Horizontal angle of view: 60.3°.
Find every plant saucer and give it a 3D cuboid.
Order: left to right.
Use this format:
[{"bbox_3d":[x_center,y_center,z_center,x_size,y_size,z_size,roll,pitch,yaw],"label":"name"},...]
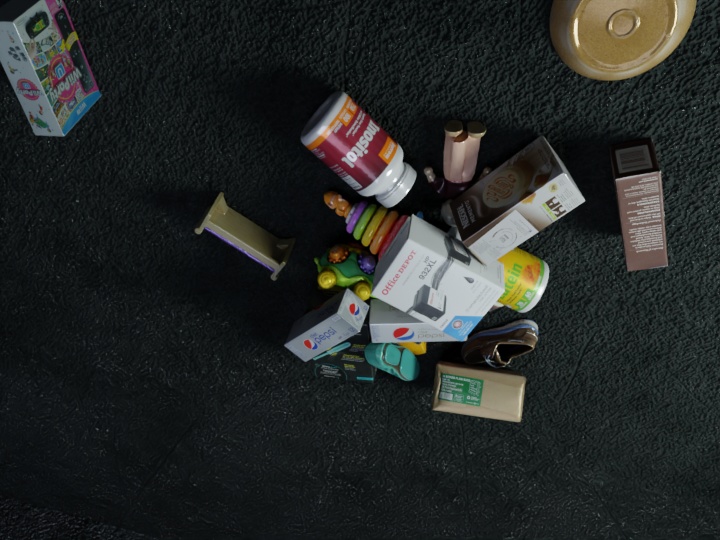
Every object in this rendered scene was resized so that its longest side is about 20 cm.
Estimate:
[{"bbox_3d":[0.374,-0.359,0.889,0.197,0.036,0.202,8,134,8],"label":"plant saucer"}]

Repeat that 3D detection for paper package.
[{"bbox_3d":[0.266,0.271,1.410,0.197,0.105,0.191,7,175,10],"label":"paper package"}]

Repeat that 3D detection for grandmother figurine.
[{"bbox_3d":[0.173,-0.167,1.115,0.119,0.061,0.202,12,133,17],"label":"grandmother figurine"}]

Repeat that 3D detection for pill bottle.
[{"bbox_3d":[0.001,-0.206,1.086,0.199,0.114,0.112,38,131,-21],"label":"pill bottle"},{"bbox_3d":[0.252,-0.008,1.203,0.198,0.112,0.112,25,134,-8],"label":"pill bottle"}]

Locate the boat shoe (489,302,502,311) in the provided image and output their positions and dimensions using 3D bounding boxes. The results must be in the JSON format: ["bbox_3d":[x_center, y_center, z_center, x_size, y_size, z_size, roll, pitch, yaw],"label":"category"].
[{"bbox_3d":[0.213,0.031,1.281,0.198,0.073,0.065,26,130,-17],"label":"boat shoe"}]

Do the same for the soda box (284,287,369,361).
[{"bbox_3d":[-0.071,0.112,1.252,0.063,0.069,0.199,38,138,-18],"label":"soda box"}]

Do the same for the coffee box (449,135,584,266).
[{"bbox_3d":[0.262,-0.117,1.061,0.199,0.115,0.079,-36,127,23],"label":"coffee box"}]

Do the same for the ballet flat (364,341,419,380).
[{"bbox_3d":[0.066,0.193,1.360,0.069,0.068,0.200,6,163,30],"label":"ballet flat"}]

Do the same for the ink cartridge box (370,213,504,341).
[{"bbox_3d":[0.138,0.016,1.120,0.198,0.084,0.146,27,126,-9],"label":"ink cartridge box"}]

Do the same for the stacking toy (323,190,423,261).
[{"bbox_3d":[0.012,-0.094,1.210,0.198,0.116,0.110,31,132,2],"label":"stacking toy"}]

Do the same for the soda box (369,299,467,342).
[{"bbox_3d":[0.118,0.101,1.268,0.196,0.069,0.064,-2,137,6],"label":"soda box"}]

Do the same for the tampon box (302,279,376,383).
[{"bbox_3d":[-0.033,0.137,1.411,0.147,0.127,0.202,6,134,12],"label":"tampon box"}]

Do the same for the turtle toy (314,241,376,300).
[{"bbox_3d":[0.000,0.000,1.279,0.197,0.146,0.103,17,95,-1],"label":"turtle toy"}]

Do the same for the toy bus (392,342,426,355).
[{"bbox_3d":[0.095,0.108,1.379,0.064,0.079,0.202,-9,130,16],"label":"toy bus"}]

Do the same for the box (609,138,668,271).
[{"bbox_3d":[0.474,-0.107,1.054,0.074,0.101,0.202,-7,131,21],"label":"box"}]

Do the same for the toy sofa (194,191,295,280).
[{"bbox_3d":[-0.246,-0.064,1.313,0.199,0.083,0.098,33,132,-16],"label":"toy sofa"}]

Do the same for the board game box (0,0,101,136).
[{"bbox_3d":[-0.542,-0.359,1.072,0.063,0.149,0.202,3,134,9],"label":"board game box"}]

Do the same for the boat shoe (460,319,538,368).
[{"bbox_3d":[0.304,0.174,1.388,0.072,0.073,0.199,38,131,-22],"label":"boat shoe"}]
